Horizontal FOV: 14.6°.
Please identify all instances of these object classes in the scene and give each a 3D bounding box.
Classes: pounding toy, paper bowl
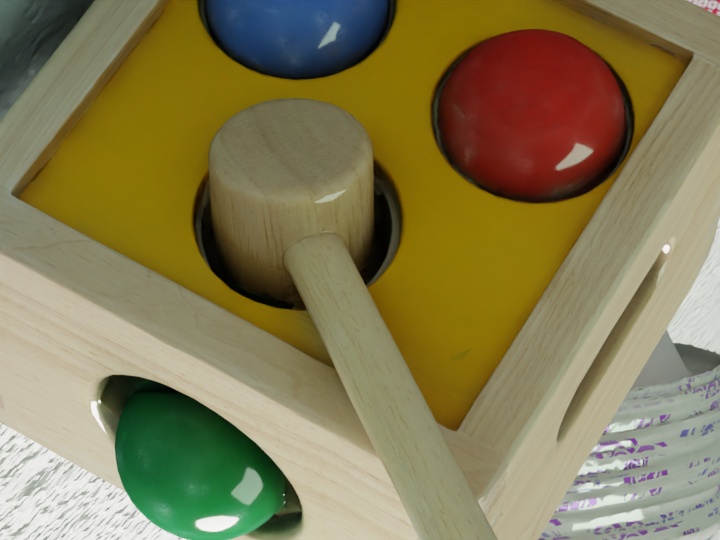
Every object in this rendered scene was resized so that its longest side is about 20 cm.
[{"bbox_3d":[0.000,0.000,0.711,0.200,0.183,0.142,-55,164,-28],"label":"pounding toy"},{"bbox_3d":[0.036,0.047,1.035,0.200,0.200,0.105,-12,101,-66],"label":"paper bowl"}]

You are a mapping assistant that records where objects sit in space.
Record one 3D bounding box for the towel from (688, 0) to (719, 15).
[{"bbox_3d":[0.072,-0.081,0.937,0.144,0.023,0.201,-2,131,-25],"label":"towel"}]
